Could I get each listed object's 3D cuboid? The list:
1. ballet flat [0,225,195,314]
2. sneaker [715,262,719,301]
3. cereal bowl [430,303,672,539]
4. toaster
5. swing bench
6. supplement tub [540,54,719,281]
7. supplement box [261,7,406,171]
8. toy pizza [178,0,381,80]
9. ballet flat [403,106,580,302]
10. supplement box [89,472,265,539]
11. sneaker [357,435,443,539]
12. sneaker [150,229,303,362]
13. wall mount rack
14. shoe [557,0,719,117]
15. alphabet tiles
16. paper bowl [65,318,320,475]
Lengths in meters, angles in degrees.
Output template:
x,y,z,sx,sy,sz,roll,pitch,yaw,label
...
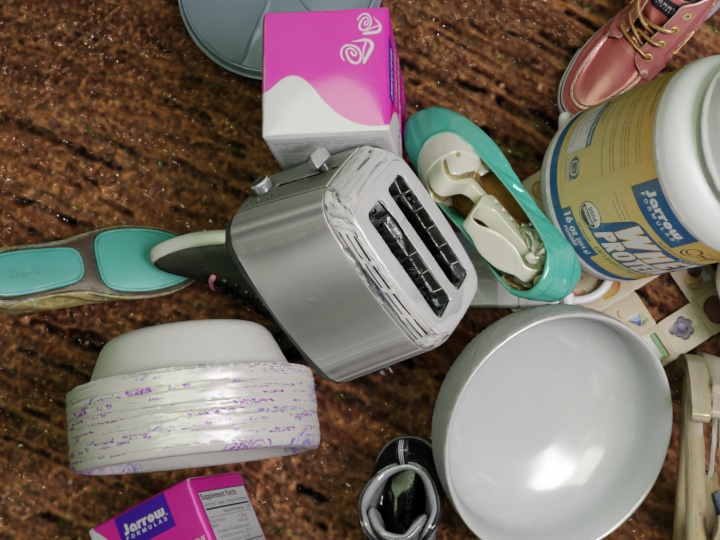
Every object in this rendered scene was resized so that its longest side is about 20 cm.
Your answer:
x,y,z,sx,sy,sz,roll,pitch,yaw,label
-0.241,0.002,1.024,0.198,0.071,0.072,-7,76,-25,ballet flat
0.339,-0.038,0.899,0.078,0.131,0.202,12,60,-8,sneaker
0.143,0.119,0.924,0.197,0.083,0.203,-5,105,-17,cereal bowl
0.000,0.000,0.896,0.128,0.114,0.201,-20,112,42,toaster
0.344,0.163,0.887,0.196,0.130,0.203,3,79,9,swing bench
0.245,-0.075,0.872,0.143,0.199,0.147,5,79,-26,supplement tub
-0.016,-0.128,0.957,0.102,0.200,0.103,-2,78,7,supplement box
-0.073,-0.270,1.081,0.197,0.032,0.203,-2,77,8,toy pizza
0.093,-0.056,0.906,0.201,0.070,0.067,50,117,18,ballet flat
-0.119,0.275,0.926,0.100,0.103,0.202,-29,75,13,supplement box
0.030,0.231,0.922,0.074,0.114,0.203,0,79,8,sneaker
-0.085,0.025,0.993,0.197,0.071,0.101,5,76,-3,sneaker
0.117,-0.037,0.979,0.197,0.075,0.176,-1,76,6,wall mount rack
0.245,-0.211,0.995,0.200,0.091,0.071,-45,76,-3,shoe
0.205,-0.002,1.002,0.166,0.008,0.201,-31,76,1,alphabet tiles
-0.134,0.102,0.926,0.198,0.201,0.106,-9,78,6,paper bowl
